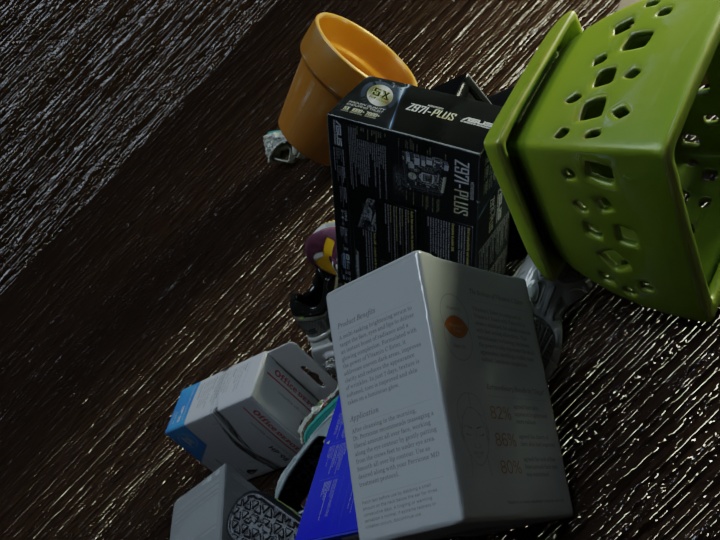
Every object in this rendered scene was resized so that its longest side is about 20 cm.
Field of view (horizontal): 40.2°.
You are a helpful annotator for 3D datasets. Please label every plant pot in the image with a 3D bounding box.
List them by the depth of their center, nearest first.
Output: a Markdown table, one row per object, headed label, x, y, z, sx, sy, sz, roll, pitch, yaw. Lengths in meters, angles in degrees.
| label | x | y | z | sx | sy | sz | roll | pitch | yaw |
| --- | --- | --- | --- | --- | --- | --- | --- | --- | --- |
| plant pot | 0.225 | -0.103 | 0.836 | 0.179 | 0.200 | 0.201 | 9 | 54 | 39 |
| plant pot | -0.037 | -0.281 | 1.603 | 0.184 | 0.198 | 0.202 | -52 | 20 | 27 |

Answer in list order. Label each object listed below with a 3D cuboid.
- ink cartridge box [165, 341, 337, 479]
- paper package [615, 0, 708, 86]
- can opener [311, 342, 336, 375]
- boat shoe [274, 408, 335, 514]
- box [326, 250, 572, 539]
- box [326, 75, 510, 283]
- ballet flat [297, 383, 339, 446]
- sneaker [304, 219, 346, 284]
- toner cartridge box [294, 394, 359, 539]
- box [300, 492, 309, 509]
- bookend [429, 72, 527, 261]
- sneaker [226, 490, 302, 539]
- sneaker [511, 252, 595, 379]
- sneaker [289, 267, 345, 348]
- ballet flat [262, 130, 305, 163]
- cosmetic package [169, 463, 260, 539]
| label | x | y | z | sx | sy | sz | roll | pitch | yaw |
| --- | --- | --- | --- | --- | --- | --- | --- | --- | --- |
| ink cartridge box | -0.117 | 0.168 | 1.130 | 0.198 | 0.116 | 0.067 | -26 | 31 | 37 |
| paper package | 0.383 | -0.299 | 1.040 | 0.198 | 0.103 | 0.192 | -14 | 40 | 50 |
| can opener | 0.020 | 0.081 | 1.116 | 0.198 | 0.053 | 0.067 | -18 | 36 | 46 |
| boat shoe | -0.014 | 0.177 | 0.991 | 0.201 | 0.070 | 0.072 | -48 | -1 | 11 |
| box | 0.070 | 0.106 | 0.789 | 0.105 | 0.151 | 0.204 | -25 | 65 | 38 |
| box | 0.060 | -0.068 | 0.967 | 0.161 | 0.203 | 0.086 | 18 | 43 | 25 |
| ballet flat | 0.015 | 0.124 | 1.048 | 0.199 | 0.076 | 0.064 | -36 | 2 | 13 |
| sneaker | 0.000 | 0.000 | 1.126 | 0.198 | 0.075 | 0.091 | 3 | 55 | 42 |
| toner cartridge box | 0.013 | 0.154 | 0.865 | 0.094 | 0.043 | 0.202 | -22 | 36 | 37 |
| box | 0.043 | 0.172 | 0.923 | 0.201 | 0.075 | 0.100 | -52 | 26 | -14 |
| bookend | 0.143 | -0.149 | 1.084 | 0.091 | 0.199 | 0.202 | -16 | 37 | 45 |
| sneaker | -0.043 | 0.272 | 0.915 | 0.072 | 0.083 | 0.199 | -50 | 51 | -5 |
| sneaker | 0.162 | 0.022 | 0.956 | 0.099 | 0.078 | 0.201 | -14 | 37 | 58 |
| sneaker | -0.011 | 0.008 | 1.231 | 0.200 | 0.087 | 0.074 | -43 | 25 | 8 |
| ballet flat | -0.115 | -0.230 | 1.795 | 0.199 | 0.072 | 0.072 | -6 | 46 | 58 |
| cosmetic package | -0.129 | 0.303 | 0.966 | 0.090 | 0.107 | 0.201 | -36 | 25 | 18 |
